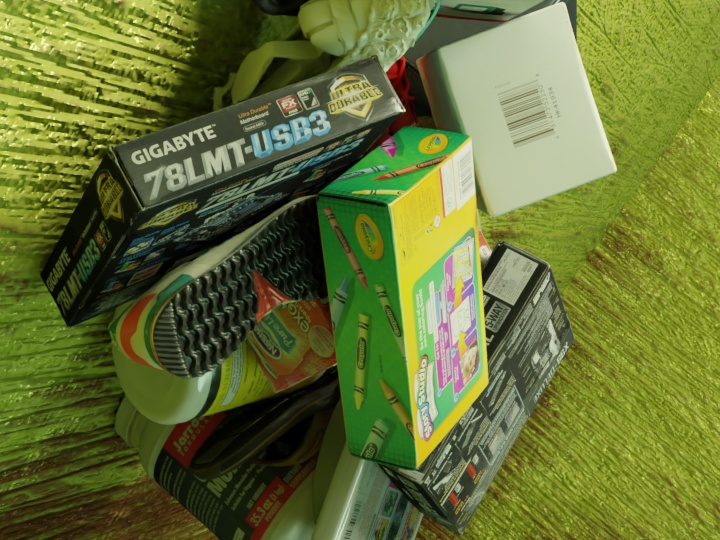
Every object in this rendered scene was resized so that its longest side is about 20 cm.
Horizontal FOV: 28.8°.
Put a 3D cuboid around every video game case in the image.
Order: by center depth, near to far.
[{"bbox_3d":[0.023,0.166,1.136,0.203,0.023,0.182,-70,156,-7],"label":"video game case"}]

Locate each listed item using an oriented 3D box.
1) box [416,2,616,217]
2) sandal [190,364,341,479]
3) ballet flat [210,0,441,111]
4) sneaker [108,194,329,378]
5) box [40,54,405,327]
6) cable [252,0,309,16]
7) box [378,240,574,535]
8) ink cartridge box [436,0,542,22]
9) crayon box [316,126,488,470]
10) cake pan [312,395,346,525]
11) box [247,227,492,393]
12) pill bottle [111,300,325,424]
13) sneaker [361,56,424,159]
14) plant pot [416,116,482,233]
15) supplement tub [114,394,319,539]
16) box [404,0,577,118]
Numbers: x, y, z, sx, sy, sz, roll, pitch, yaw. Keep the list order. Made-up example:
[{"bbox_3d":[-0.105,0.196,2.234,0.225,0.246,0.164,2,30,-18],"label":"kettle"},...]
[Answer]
[{"bbox_3d":[0.112,-0.120,1.059,0.096,0.126,0.200,-19,-173,0],"label":"box"},{"bbox_3d":[-0.051,0.128,1.163,0.199,0.055,0.081,-28,-173,-41],"label":"sandal"},{"bbox_3d":[-0.030,-0.145,0.941,0.199,0.072,0.072,-36,177,37],"label":"ballet flat"},{"bbox_3d":[-0.084,0.003,0.938,0.199,0.093,0.071,-35,114,-37],"label":"sneaker"},{"bbox_3d":[-0.094,-0.050,0.912,0.198,0.050,0.198,-25,170,-30],"label":"box"},{"bbox_3d":[-0.021,-0.238,0.912,0.164,0.051,0.200,-53,169,22],"label":"cable"},{"bbox_3d":[0.097,0.098,1.130,0.201,0.049,0.158,-58,154,-12],"label":"box"},{"bbox_3d":[0.084,-0.237,0.967,0.200,0.066,0.118,-130,-135,-83],"label":"ink cartridge box"},{"bbox_3d":[0.033,0.019,0.961,0.119,0.058,0.203,-41,132,-49],"label":"crayon box"},{"bbox_3d":[0.018,0.152,1.189,0.200,0.036,0.203,-44,143,-46],"label":"cake pan"},{"bbox_3d":[0.000,0.000,1.083,0.094,0.104,0.199,-28,-179,45],"label":"box"},{"bbox_3d":[-0.091,0.049,1.125,0.198,0.113,0.113,-11,140,-44],"label":"pill bottle"},{"bbox_3d":[0.027,-0.151,1.090,0.078,0.115,0.201,-35,159,-31],"label":"sneaker"},{"bbox_3d":[0.036,-0.038,1.300,0.200,0.199,0.185,-44,152,-27],"label":"plant pot"},{"bbox_3d":[-0.107,0.161,1.248,0.141,0.199,0.141,-47,164,-18],"label":"supplement tub"},{"bbox_3d":[0.112,-0.198,1.270,0.149,0.107,0.200,-50,166,-5],"label":"box"}]
